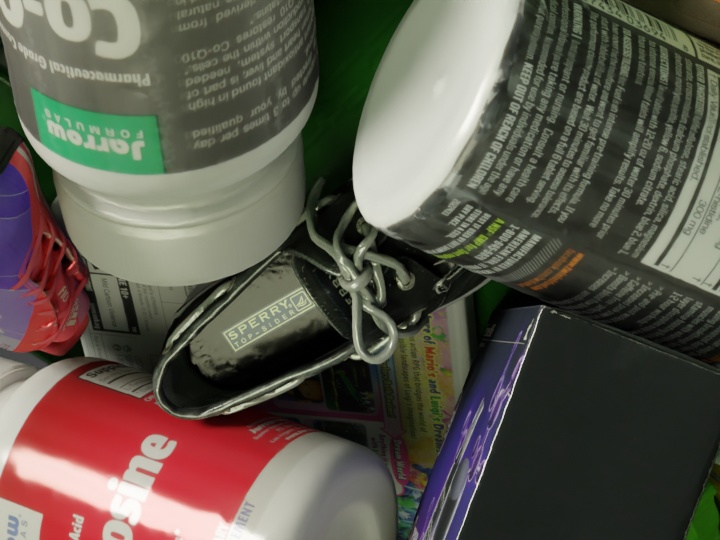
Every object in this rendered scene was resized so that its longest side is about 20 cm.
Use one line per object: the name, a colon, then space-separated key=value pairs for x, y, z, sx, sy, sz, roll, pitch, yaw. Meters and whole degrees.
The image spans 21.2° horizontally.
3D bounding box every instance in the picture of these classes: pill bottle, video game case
pill bottle: x=-0.072 y=-0.098 z=0.672 sx=0.112 sy=0.113 sz=0.201 roll=7 pitch=134 yaw=12
pill bottle: x=0.105 y=-0.028 z=0.676 sx=0.199 sy=0.107 sz=0.106 roll=23 pitch=137 yaw=-21
pill bottle: x=-0.093 y=0.102 z=0.824 sx=0.199 sy=0.112 sz=0.113 roll=15 pitch=138 yaw=27
video game case: x=-0.035 y=0.050 z=0.869 sx=0.181 sy=0.024 sz=0.201 roll=5 pitch=133 yaw=13

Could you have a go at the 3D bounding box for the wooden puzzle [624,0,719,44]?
wooden puzzle: x=0.197 y=-0.119 z=0.620 sx=0.199 sy=0.037 sz=0.186 roll=19 pitch=135 yaw=-1

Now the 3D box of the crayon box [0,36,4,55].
crayon box: x=-0.242 y=-0.098 z=0.718 sx=0.199 sy=0.126 sz=0.052 roll=32 pitch=134 yaw=-14

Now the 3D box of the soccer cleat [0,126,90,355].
soccer cleat: x=-0.134 y=-0.004 z=0.748 sx=0.073 sy=0.068 sz=0.200 roll=39 pitch=169 yaw=-4

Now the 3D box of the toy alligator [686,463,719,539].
toy alligator: x=0.131 y=0.131 z=0.827 sx=0.054 sy=0.059 sz=0.200 roll=52 pitch=163 yaw=11

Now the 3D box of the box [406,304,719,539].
box: x=0.067 y=0.091 z=0.722 sx=0.078 sy=0.142 sz=0.200 roll=23 pitch=178 yaw=0

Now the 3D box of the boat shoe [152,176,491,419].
boat shoe: x=-0.002 y=-0.002 z=0.751 sx=0.199 sy=0.068 sz=0.074 roll=-26 pitch=103 yaw=22
